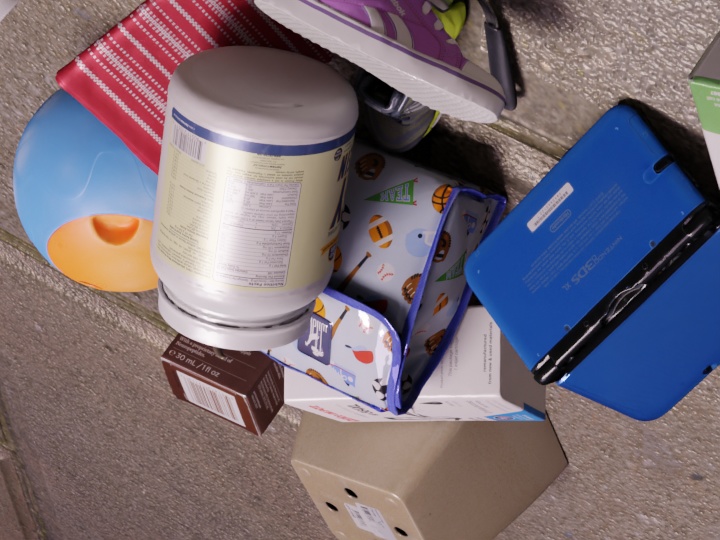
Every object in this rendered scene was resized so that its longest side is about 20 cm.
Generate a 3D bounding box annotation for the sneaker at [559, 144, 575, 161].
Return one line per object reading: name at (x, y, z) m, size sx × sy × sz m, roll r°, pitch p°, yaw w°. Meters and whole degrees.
sneaker at (0.186, -0.020, 1.575) m, size 0.070 × 0.082 × 0.201 m, roll 1°, pitch 119°, yaw 14°

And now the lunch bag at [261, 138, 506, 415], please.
lunch bag at (0.000, 0.000, 1.652) m, size 0.170 × 0.201 × 0.124 m, roll 25°, pitch -172°, yaw 27°

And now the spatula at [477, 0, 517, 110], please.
spatula at (0.090, -0.188, 1.463) m, size 0.056 × 0.021 × 0.200 m, roll 33°, pitch 159°, yaw 37°

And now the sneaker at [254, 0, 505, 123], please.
sneaker at (0.034, -0.192, 1.420) m, size 0.200 × 0.115 × 0.073 m, roll 32°, pitch 174°, yaw 11°

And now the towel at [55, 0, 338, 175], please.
towel at (-0.121, -0.166, 1.554) m, size 0.145 × 0.200 × 0.023 m, roll 44°, pitch -164°, yaw -37°

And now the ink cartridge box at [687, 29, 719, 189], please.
ink cartridge box at (0.315, -0.068, 1.318) m, size 0.146 × 0.084 × 0.200 m, roll 16°, pitch 147°, yaw 35°

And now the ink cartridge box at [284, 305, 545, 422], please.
ink cartridge box at (0.049, 0.084, 1.753) m, size 0.199 × 0.085 × 0.146 m, roll -3°, pitch 168°, yaw 21°

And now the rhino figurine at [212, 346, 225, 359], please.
rhino figurine at (-0.081, 0.001, 1.781) m, size 0.087 × 0.200 × 0.060 m, roll 12°, pitch 142°, yaw 24°

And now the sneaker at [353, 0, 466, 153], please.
sneaker at (0.025, -0.147, 1.541) m, size 0.074 × 0.081 × 0.200 m, roll 30°, pitch 153°, yaw 13°

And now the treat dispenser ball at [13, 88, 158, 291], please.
treat dispenser ball at (-0.212, -0.081, 1.798) m, size 0.200 × 0.201 × 0.201 m, roll 28°, pitch 152°, yaw 16°

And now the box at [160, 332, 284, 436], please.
box at (-0.083, 0.043, 1.841) m, size 0.100 × 0.200 × 0.075 m, roll 22°, pitch 150°, yaw 26°

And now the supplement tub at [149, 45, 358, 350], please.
supplement tub at (-0.084, -0.055, 1.528) m, size 0.145 × 0.145 × 0.201 m, roll 23°, pitch 121°, yaw 24°

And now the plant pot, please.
plant pot at (0.049, 0.170, 1.915) m, size 0.199 × 0.177 × 0.200 m, roll 16°, pitch 147°, yaw 36°

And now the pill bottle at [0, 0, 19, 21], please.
pill bottle at (-0.394, -0.291, 1.768) m, size 0.200 × 0.120 × 0.119 m, roll 44°, pitch 152°, yaw -14°

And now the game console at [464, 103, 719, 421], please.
game console at (0.209, -0.002, 1.519) m, size 0.200 × 0.118 × 0.171 m, roll -47°, pitch 66°, yaw 29°
